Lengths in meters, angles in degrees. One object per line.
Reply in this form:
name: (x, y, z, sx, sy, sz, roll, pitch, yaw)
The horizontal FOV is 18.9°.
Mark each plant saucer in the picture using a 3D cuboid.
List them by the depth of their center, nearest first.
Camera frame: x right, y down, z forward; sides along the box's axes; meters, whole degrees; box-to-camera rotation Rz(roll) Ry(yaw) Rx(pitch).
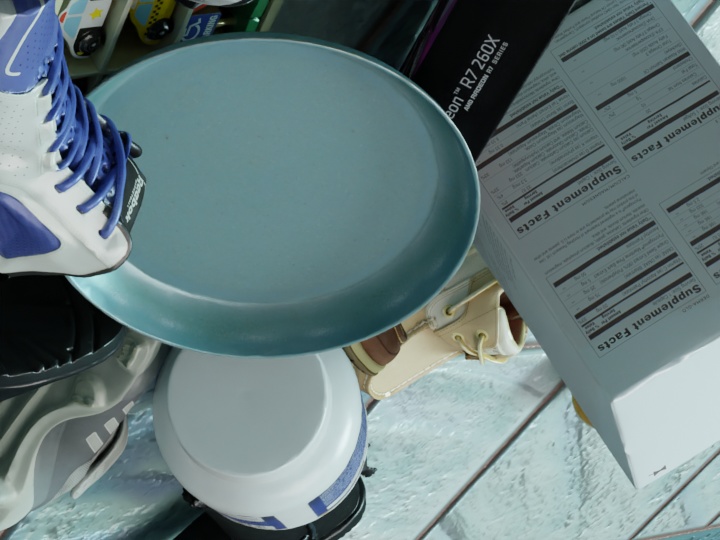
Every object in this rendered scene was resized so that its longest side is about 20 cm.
plant saucer: (-0.046, -0.036, 0.978, 0.199, 0.028, 0.201, -1, 135, -1)

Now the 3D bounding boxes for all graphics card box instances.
graphics card box: (0.056, -0.108, 1.013, 0.200, 0.051, 0.126, -58, -174, 43)

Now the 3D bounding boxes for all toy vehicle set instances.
toy vehicle set: (-0.113, -0.079, 0.977, 0.124, 0.027, 0.200, -12, 147, -35)

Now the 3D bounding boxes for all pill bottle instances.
pill bottle: (-0.053, 0.079, 1.164, 0.111, 0.111, 0.200, -31, 170, -4)

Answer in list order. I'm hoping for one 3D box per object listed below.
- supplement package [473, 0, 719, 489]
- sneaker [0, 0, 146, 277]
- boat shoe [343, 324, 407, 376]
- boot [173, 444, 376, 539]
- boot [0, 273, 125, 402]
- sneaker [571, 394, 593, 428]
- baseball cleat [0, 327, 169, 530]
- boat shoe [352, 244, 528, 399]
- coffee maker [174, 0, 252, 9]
supplement package: (0.153, -0.020, 1.173, 0.150, 0.200, 0.152, -31, 154, -2)
sneaker: (-0.134, -0.061, 0.882, 0.115, 0.081, 0.200, 14, 142, -17)
boat shoe: (0.000, -0.001, 1.183, 0.067, 0.072, 0.200, -33, 154, -1)
boot: (-0.078, 0.156, 1.347, 0.198, 0.073, 0.163, -36, 157, -9)
boot: (-0.218, 0.076, 1.074, 0.197, 0.074, 0.163, -13, 146, -21)
sneaker: (0.236, 0.046, 1.543, 0.199, 0.076, 0.088, -29, 169, 0)
baseball cleat: (-0.148, 0.062, 1.155, 0.200, 0.070, 0.106, -44, 166, 30)
boat shoe: (0.077, 0.021, 1.306, 0.200, 0.069, 0.074, -40, 153, 14)
coffee maker: (-0.093, -0.183, 0.702, 0.199, 0.135, 0.192, -2, 140, -47)
